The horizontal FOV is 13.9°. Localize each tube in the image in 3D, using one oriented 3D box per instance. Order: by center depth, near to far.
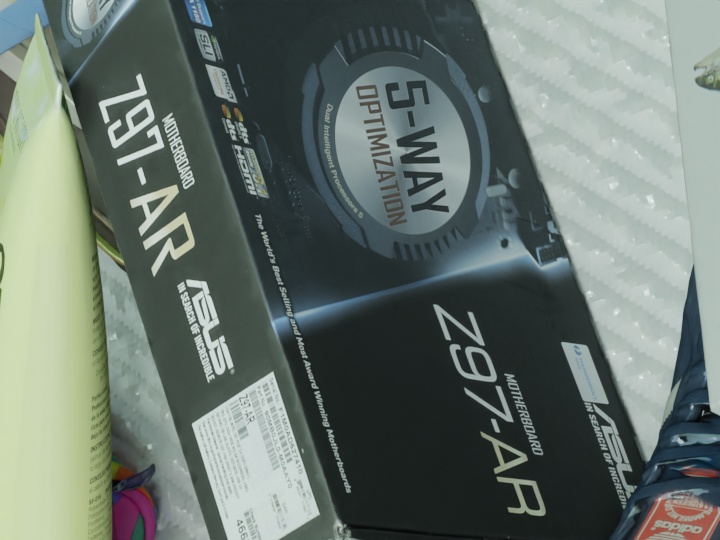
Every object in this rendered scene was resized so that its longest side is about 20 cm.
[{"bbox_3d":[-0.095,0.031,0.858,0.058,0.052,0.201,19,114,34],"label":"tube"}]

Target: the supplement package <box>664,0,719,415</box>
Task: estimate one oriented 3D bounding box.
[{"bbox_3d":[0.153,-0.058,0.742,0.116,0.117,0.201,-20,62,32],"label":"supplement package"}]

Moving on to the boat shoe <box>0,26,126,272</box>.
[{"bbox_3d":[-0.055,-0.025,0.947,0.200,0.072,0.060,42,148,21],"label":"boat shoe"}]

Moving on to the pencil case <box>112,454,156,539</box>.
[{"bbox_3d":[-0.148,0.044,0.993,0.200,0.088,0.089,44,108,34],"label":"pencil case"}]

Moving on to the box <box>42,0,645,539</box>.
[{"bbox_3d":[0.000,0.000,0.839,0.043,0.160,0.201,-33,63,31],"label":"box"}]

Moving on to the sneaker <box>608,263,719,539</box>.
[{"bbox_3d":[0.100,0.063,0.799,0.075,0.084,0.201,2,83,37],"label":"sneaker"}]

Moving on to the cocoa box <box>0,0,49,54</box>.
[{"bbox_3d":[-0.189,-0.125,0.929,0.199,0.133,0.132,-26,56,40],"label":"cocoa box"}]
